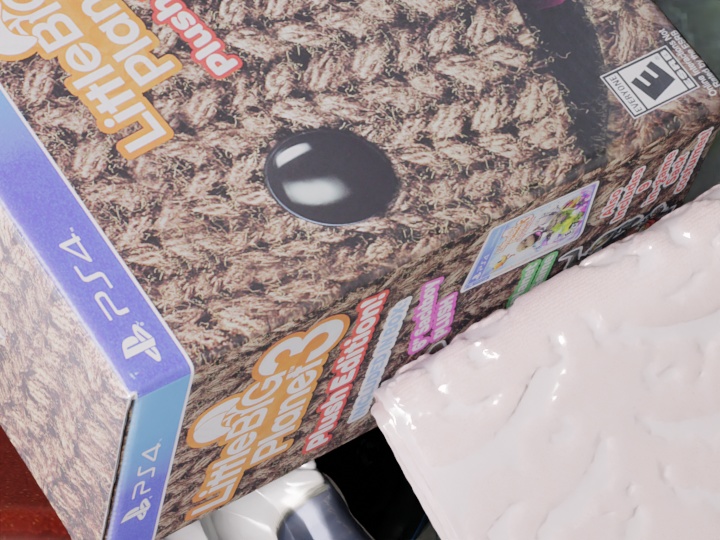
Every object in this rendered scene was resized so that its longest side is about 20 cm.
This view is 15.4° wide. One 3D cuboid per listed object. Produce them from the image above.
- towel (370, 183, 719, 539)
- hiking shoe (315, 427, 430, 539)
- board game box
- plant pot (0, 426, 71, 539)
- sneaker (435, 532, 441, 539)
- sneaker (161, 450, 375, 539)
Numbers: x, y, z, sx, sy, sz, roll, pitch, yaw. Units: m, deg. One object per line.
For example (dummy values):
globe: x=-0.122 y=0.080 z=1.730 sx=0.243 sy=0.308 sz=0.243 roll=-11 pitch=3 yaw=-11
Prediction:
towel: x=0.126 y=0.059 z=0.763 sx=0.199 sy=0.032 sz=0.192 roll=-31 pitch=116 yaw=-5
hiking shoe: x=0.000 y=0.000 z=0.853 sx=0.074 sy=0.087 sz=0.202 roll=-9 pitch=99 yaw=1
board game box: x=-0.028 y=-0.041 z=0.746 sx=0.160 sy=0.199 sz=0.097 roll=53 pitch=152 yaw=21
plant pot: x=-0.137 y=0.121 z=0.876 sx=0.175 sy=0.200 sz=0.202 roll=-7 pitch=110 yaw=12
sneaker: x=0.053 y=0.072 z=0.834 sx=0.201 sy=0.080 sz=0.071 roll=-53 pitch=45 yaw=37
sneaker: x=0.000 y=0.138 z=0.774 sx=0.079 sy=0.130 sz=0.199 roll=-41 pitch=68 yaw=-17
